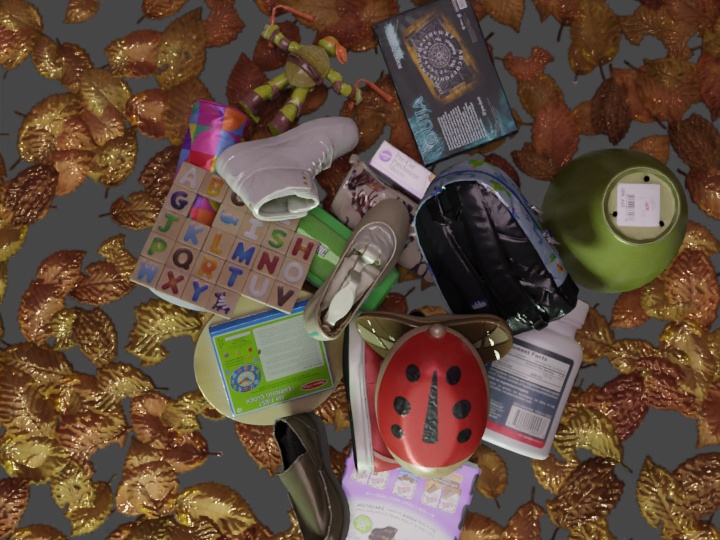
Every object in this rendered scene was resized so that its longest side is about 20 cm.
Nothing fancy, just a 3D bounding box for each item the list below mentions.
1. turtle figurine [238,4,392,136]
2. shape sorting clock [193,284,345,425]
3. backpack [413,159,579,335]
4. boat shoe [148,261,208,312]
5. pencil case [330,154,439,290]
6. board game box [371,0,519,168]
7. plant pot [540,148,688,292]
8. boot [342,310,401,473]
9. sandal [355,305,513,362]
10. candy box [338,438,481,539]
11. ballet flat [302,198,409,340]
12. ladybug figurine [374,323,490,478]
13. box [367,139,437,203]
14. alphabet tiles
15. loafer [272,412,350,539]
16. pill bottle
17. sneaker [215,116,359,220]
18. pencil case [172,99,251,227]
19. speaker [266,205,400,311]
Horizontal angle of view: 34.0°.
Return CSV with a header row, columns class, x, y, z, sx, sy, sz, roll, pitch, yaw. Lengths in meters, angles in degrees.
class,x,y,z,sx,sy,sz,roll,pitch,yaw
turtle figurine,-0.068,-0.244,1.519,0.200,0.064,0.162,40,79,1
shape sorting clock,-0.113,0.109,1.497,0.198,0.039,0.202,-5,113,-12
backpack,0.147,-0.031,1.396,0.162,0.154,0.200,-27,117,31
boat shoe,-0.170,0.002,1.502,0.200,0.075,0.087,10,54,-12
pencil case,0.051,-0.062,1.511,0.199,0.078,0.090,35,110,4
board game box,0.110,-0.251,1.541,0.134,0.028,0.201,-20,88,2
plant pot,0.323,-0.068,1.439,0.185,0.200,0.189,0,88,3
boot,0.053,0.144,1.465,0.143,0.072,0.202,-6,78,-7
sandal,0.090,0.070,1.395,0.199,0.054,0.081,-3,126,27
candy box,0.043,0.319,1.502,0.167,0.072,0.202,18,88,3
ballet flat,0.000,0.000,1.435,0.069,0.069,0.201,32,87,3
ladybug figurine,0.082,0.157,1.357,0.134,0.072,0.202,0,114,6
box,0.101,-0.096,1.531,0.199,0.039,0.042,36,88,3
alphabet tiles,-0.160,-0.027,1.452,0.199,0.008,0.168,21,72,2
loafer,-0.071,0.266,1.468,0.075,0.069,0.201,-44,47,29
pill bottle,0.211,0.123,1.478,0.119,0.120,0.201,20,88,3
sneaker,-0.067,-0.120,1.471,0.199,0.074,0.116,-21,55,-26
pencil case,-0.206,-0.119,1.525,0.088,0.088,0.202,17,88,3
speaker,-0.049,-0.025,1.513,0.199,0.088,0.089,36,90,3
